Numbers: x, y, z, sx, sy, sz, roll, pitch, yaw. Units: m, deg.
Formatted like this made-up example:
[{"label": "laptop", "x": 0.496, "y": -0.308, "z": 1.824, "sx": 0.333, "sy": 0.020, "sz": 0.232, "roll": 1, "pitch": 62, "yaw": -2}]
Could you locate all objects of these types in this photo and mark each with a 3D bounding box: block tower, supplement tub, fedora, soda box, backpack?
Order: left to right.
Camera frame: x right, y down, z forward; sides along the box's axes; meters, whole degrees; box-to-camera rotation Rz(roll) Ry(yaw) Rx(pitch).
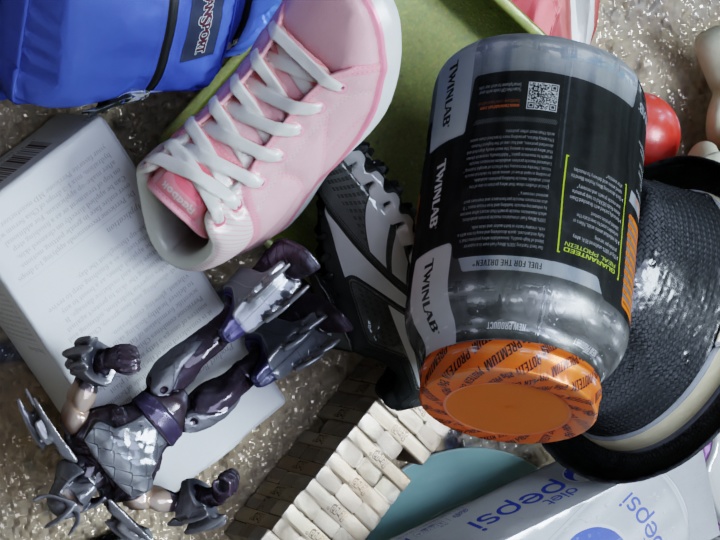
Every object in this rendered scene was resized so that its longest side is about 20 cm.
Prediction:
[{"label": "backpack", "x": -0.129, "y": -0.170, "z": 1.375, "sx": 0.199, "sy": 0.168, "sz": 0.163, "roll": -14, "pitch": 140, "yaw": -32}, {"label": "block tower", "x": 0.002, "y": 0.105, "z": 1.532, "sx": 0.058, "sy": 0.054, "sz": 0.200, "roll": 44, "pitch": 73, "yaw": -22}, {"label": "supplement tub", "x": 0.090, "y": -0.016, "z": 1.394, "sx": 0.122, "sy": 0.122, "sz": 0.201, "roll": 23, "pitch": 60, "yaw": -27}, {"label": "soda box", "x": 0.112, "y": 0.159, "z": 1.512, "sx": 0.199, "sy": 0.068, "sz": 0.064, "roll": -23, "pitch": 110, "yaw": -28}, {"label": "fedora", "x": 0.147, "y": 0.018, "z": 1.482, "sx": 0.091, "sy": 0.200, "sz": 0.201, "roll": 26, "pitch": 81, "yaw": -42}]

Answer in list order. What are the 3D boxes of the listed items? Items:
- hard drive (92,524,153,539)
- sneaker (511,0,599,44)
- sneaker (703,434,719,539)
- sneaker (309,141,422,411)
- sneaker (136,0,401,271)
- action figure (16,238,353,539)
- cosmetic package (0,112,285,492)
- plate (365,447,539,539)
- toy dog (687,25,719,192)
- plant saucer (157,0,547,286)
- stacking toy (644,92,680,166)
[{"label": "hard drive", "x": -0.192, "y": 0.245, "z": 1.451, "sx": 0.199, "sy": 0.033, "sz": 0.140, "roll": -21, "pitch": 103, "yaw": -25}, {"label": "sneaker", "x": 0.084, "y": -0.124, "z": 1.564, "sx": 0.115, "sy": 0.078, "sz": 0.201, "roll": -1, "pitch": 96, "yaw": -10}, {"label": "sneaker", "x": 0.229, "y": 0.167, "z": 1.614, "sx": 0.100, "sy": 0.075, "sz": 0.201, "roll": 29, "pitch": 52, "yaw": -51}, {"label": "sneaker", "x": 0.000, "y": 0.000, "z": 1.458, "sx": 0.090, "sy": 0.066, "sz": 0.200, "roll": -33, "pitch": 110, "yaw": 0}, {"label": "sneaker", "x": -0.053, "y": -0.073, "z": 1.356, "sx": 0.075, "sy": 0.200, "sz": 0.105, "roll": 45, "pitch": 44, "yaw": 14}, {"label": "action figure", "x": -0.098, "y": 0.069, "z": 1.389, "sx": 0.200, "sy": 0.069, "sz": 0.130, "roll": -42, "pitch": 121, "yaw": -14}, {"label": "cosmetic package", "x": -0.142, "y": 0.022, "z": 1.439, "sx": 0.101, "sy": 0.071, "sz": 0.200, "roll": -38, "pitch": 109, "yaw": -19}, {"label": "plate", "x": 0.068, "y": 0.210, "z": 1.590, "sx": 0.199, "sy": 0.026, "sz": 0.201, "roll": -2, "pitch": 94, "yaw": -27}, {"label": "toy dog", "x": 0.257, "y": -0.027, "z": 1.599, "sx": 0.139, "sy": 0.194, "sz": 0.201, "roll": 11, "pitch": 61, "yaw": 10}, {"label": "plant saucer", "x": 0.015, "y": -0.088, "z": 1.496, "sx": 0.200, "sy": 0.048, "sz": 0.200, "roll": 41, "pitch": 96, "yaw": -18}, {"label": "stacking toy", "x": 0.162, "y": -0.012, "z": 1.603, "sx": 0.085, "sy": 0.085, "sz": 0.201, "roll": 13, "pitch": 81, "yaw": -28}]
